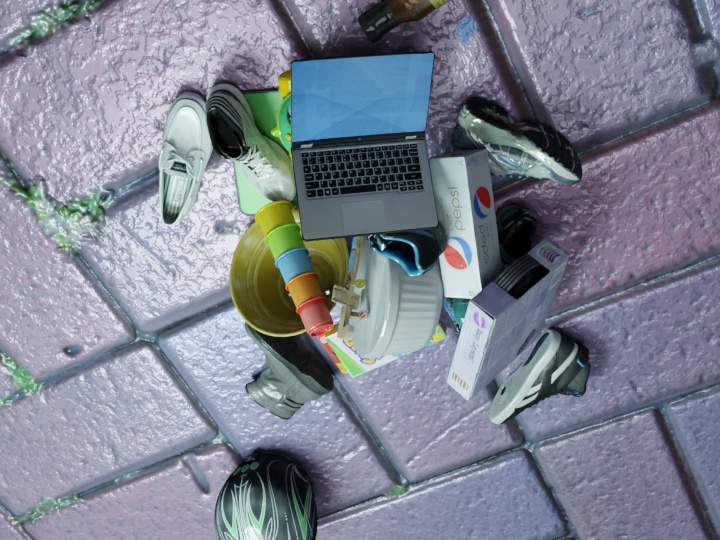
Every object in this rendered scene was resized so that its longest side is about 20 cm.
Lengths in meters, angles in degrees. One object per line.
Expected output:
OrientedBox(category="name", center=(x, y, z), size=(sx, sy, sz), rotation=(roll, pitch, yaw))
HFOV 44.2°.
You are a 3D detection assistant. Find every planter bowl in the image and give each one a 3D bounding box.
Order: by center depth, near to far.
OrientedBox(category="planter bowl", center=(-0.094, 0.007, 1.354), size=(0.198, 0.203, 0.083), rotation=(-21, 160, 16))

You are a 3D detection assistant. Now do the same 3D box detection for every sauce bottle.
OrientedBox(category="sauce bottle", center=(0.086, -0.368, 1.146), size=(0.199, 0.066, 0.066), rotation=(-29, 116, 20))

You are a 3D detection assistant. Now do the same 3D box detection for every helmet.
OrientedBox(category="helmet", center=(-0.169, 0.448, 1.590), size=(0.197, 0.191, 0.202), rotation=(2, 122, 3))

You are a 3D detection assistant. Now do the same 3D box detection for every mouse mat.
OrientedBox(category="mouse mat", center=(-0.113, -0.172, 1.314), size=(0.159, 0.008, 0.202), rotation=(-1, 122, 4))

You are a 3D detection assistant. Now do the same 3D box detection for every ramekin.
OrientedBox(category="ramekin", center=(0.052, 0.032, 1.324), size=(0.093, 0.203, 0.204), rotation=(4, 123, -16))

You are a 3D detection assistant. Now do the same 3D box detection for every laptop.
OrientedBox(category="laptop", center=(0.009, -0.156, 1.135), size=(0.185, 0.116, 0.203), rotation=(-6, 79, -10))

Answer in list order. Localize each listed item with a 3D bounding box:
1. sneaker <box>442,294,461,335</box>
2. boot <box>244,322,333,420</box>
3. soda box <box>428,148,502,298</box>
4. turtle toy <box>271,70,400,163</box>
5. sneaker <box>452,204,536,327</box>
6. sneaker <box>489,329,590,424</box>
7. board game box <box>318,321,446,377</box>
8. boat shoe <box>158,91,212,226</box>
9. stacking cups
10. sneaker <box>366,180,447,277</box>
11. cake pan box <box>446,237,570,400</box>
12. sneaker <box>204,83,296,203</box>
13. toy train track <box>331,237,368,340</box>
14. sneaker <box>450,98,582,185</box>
OrientedBox(category="sneaker", center=(0.168, 0.049, 1.384), size=(0.078, 0.090, 0.200), rotation=(-37, 113, 22))
OrientedBox(category="boot", center=(-0.153, 0.170, 1.495), size=(0.131, 0.070, 0.200), rotation=(-34, 110, 27))
OrientedBox(category="soda box", center=(0.147, -0.065, 1.244), size=(0.068, 0.063, 0.203), rotation=(2, 107, 40))
OrientedBox(category="turtle toy", center=(-0.026, -0.206, 1.228), size=(0.197, 0.101, 0.147), rotation=(-11, 122, -3))
OrientedBox(category="sneaker", center=(0.198, -0.003, 1.311), size=(0.071, 0.080, 0.202), rotation=(24, 94, -11))
OrientedBox(category="sneaker", center=(0.309, 0.200, 1.478), size=(0.111, 0.073, 0.201), rotation=(27, 118, -11))
OrientedBox(category="board game box", center=(0.034, 0.108, 1.468), size=(0.198, 0.030, 0.096), rotation=(-24, 117, 20))
OrientedBox(category="boat shoe", center=(-0.256, -0.156, 1.297), size=(0.073, 0.067, 0.202), rotation=(9, 122, -3))
OrientedBox(category="stacking cups", center=(-0.096, 0.000, 1.279), size=(0.060, 0.202, 0.061), rotation=(-18, 160, -7))
OrientedBox(category="sneaker", center=(0.028, -0.073, 1.206), size=(0.199, 0.082, 0.073), rotation=(36, 134, 0))
OrientedBox(category="cake pan box", center=(0.213, 0.070, 1.281), size=(0.052, 0.184, 0.201), rotation=(36, 144, 24))
OrientedBox(category="sneaker", center=(-0.161, -0.156, 1.254), size=(0.075, 0.116, 0.201), rotation=(-26, 117, 18))
OrientedBox(category="toy train track", center=(0.000, 0.000, 1.277), size=(0.032, 0.115, 0.203), rotation=(7, 83, 19))
OrientedBox(category="sneaker", center=(0.221, -0.169, 1.267), size=(0.198, 0.078, 0.087), rotation=(27, 132, -4))
